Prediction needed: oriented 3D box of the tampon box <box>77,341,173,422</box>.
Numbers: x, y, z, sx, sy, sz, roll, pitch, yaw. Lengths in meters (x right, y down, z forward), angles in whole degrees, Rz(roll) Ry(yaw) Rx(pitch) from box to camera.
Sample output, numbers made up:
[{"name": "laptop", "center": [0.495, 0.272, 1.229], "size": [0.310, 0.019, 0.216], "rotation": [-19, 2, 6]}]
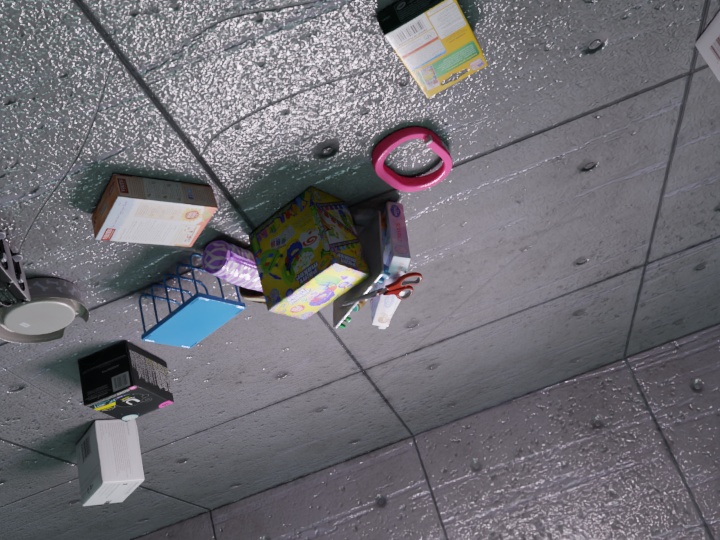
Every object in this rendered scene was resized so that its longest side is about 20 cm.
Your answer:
[{"name": "tampon box", "center": [-0.603, 0.291, 2.036], "size": [0.149, 0.127, 0.200], "rotation": [-22, 153, 8]}]

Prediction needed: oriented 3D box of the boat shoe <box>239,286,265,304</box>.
[{"name": "boat shoe", "center": [-0.187, 0.052, 1.895], "size": [0.201, 0.075, 0.075], "rotation": [7, 160, 3]}]

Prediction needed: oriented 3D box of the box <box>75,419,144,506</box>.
[{"name": "box", "center": [-0.763, 0.582, 2.393], "size": [0.130, 0.201, 0.199], "rotation": [5, 145, -37]}]

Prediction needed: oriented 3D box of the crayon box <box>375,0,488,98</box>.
[{"name": "crayon box", "center": [0.124, -0.387, 1.327], "size": [0.125, 0.052, 0.200], "rotation": [-27, 151, 15]}]

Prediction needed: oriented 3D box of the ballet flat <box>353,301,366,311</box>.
[{"name": "ballet flat", "center": [-0.008, 0.052, 2.043], "size": [0.072, 0.068, 0.200], "rotation": [-38, 160, -7]}]

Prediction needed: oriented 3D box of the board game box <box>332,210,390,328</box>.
[{"name": "board game box", "center": [0.000, 0.000, 1.729], "size": [0.026, 0.201, 0.200], "rotation": [23, 129, -22]}]

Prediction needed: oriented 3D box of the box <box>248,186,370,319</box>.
[{"name": "box", "center": [-0.112, -0.033, 1.677], "size": [0.200, 0.193, 0.122], "rotation": [-34, 149, 27]}]

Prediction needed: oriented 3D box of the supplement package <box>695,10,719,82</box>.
[{"name": "supplement package", "center": [0.795, -0.453, 1.556], "size": [0.199, 0.118, 0.117], "rotation": [-9, 151, -19]}]

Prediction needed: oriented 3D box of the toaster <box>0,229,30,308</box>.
[{"name": "toaster", "center": [-0.727, 0.002, 1.433], "size": [0.199, 0.119, 0.181], "rotation": [-16, 152, -7]}]

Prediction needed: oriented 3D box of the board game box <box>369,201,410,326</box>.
[{"name": "board game box", "center": [0.061, -0.015, 1.757], "size": [0.041, 0.200, 0.201], "rotation": [8, 129, -10]}]

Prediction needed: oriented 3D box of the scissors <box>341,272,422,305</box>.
[{"name": "scissors", "center": [0.048, 0.037, 1.630], "size": [0.199, 0.014, 0.073], "rotation": [-3, 132, -40]}]

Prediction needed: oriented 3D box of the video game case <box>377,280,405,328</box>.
[{"name": "video game case", "center": [0.070, 0.009, 1.867], "size": [0.024, 0.201, 0.182], "rotation": [7, 147, -11]}]

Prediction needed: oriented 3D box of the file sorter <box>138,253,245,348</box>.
[{"name": "file sorter", "center": [-0.385, 0.069, 1.770], "size": [0.200, 0.123, 0.138], "rotation": [-34, 150, 28]}]

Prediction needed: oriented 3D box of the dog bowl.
[{"name": "dog bowl", "center": [-0.685, 0.084, 1.679], "size": [0.199, 0.059, 0.200], "rotation": [-14, 152, -8]}]

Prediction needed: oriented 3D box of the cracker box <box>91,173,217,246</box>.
[{"name": "cracker box", "center": [-0.393, -0.111, 1.503], "size": [0.199, 0.058, 0.134], "rotation": [3, 145, -38]}]

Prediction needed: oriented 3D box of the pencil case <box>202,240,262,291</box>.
[{"name": "pencil case", "center": [-0.258, -0.007, 1.749], "size": [0.085, 0.084, 0.200], "rotation": [5, 171, 36]}]

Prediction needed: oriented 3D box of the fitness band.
[{"name": "fitness band", "center": [0.109, -0.225, 1.632], "size": [0.143, 0.038, 0.200], "rotation": [-30, 150, 21]}]

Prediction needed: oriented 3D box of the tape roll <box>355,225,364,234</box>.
[{"name": "tape roll", "center": [-0.054, -0.037, 1.879], "size": [0.202, 0.037, 0.203], "rotation": [-15, 152, -8]}]
